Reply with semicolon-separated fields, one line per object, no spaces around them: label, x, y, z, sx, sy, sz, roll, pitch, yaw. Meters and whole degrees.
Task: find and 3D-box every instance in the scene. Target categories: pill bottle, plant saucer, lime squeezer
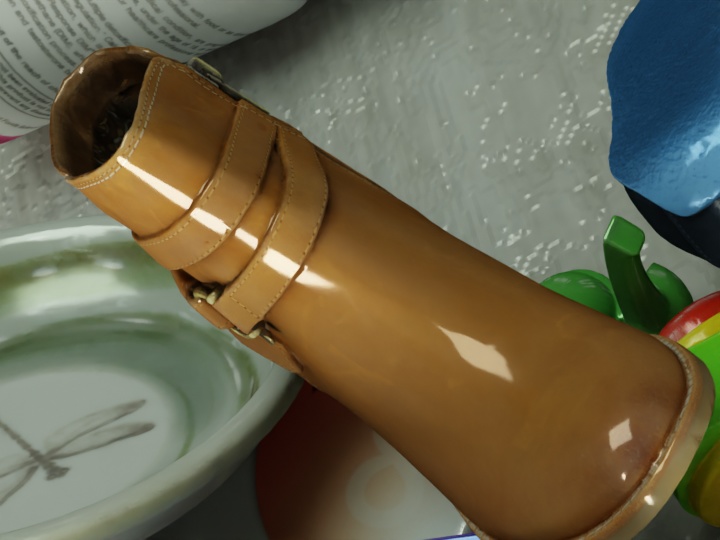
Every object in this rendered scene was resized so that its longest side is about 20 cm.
pill bottle;-0.084;-0.129;1.058;0.200;0.113;0.114;-21;53;25
plant saucer;-0.108;0.051;0.917;0.199;0.050;0.200;-10;29;5
lime squeezer;0.061;0.012;0.902;0.200;0.070;0.038;176;105;-68

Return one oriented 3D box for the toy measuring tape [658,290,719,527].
toy measuring tape;0.150;0.024;0.841;0.200;0.074;0.074;-27;47;-8

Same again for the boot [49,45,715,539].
boot;0.000;0.000;0.788;0.077;0.155;0.200;-52;25;1

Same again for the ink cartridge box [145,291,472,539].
ink cartridge box;-0.035;0.112;0.921;0.162;0.050;0.200;14;70;41

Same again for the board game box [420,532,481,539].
board game box;-0.022;0.154;0.838;0.199;0.045;0.135;-9;74;18

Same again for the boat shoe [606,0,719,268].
boat shoe;0.115;-0.049;0.873;0.084;0.069;0.200;-39;15;32
